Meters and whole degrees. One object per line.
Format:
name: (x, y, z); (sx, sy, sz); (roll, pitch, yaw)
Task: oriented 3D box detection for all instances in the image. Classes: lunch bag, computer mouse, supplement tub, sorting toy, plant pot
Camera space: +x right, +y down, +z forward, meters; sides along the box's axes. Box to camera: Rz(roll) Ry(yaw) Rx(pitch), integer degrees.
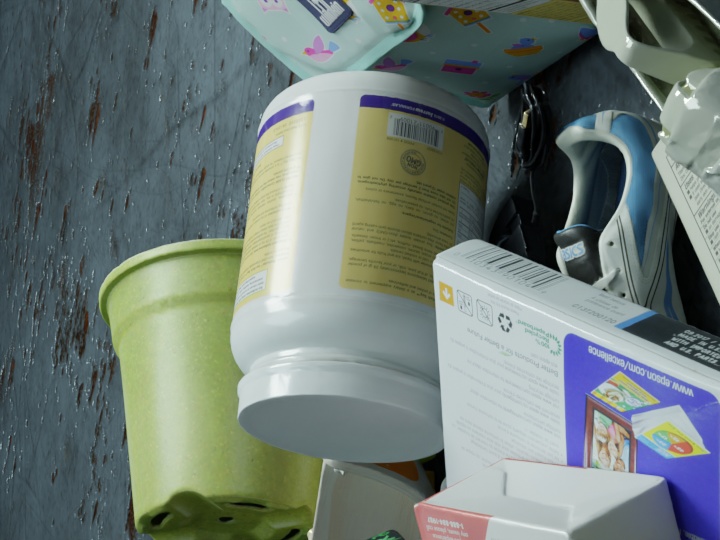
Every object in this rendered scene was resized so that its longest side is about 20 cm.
lunch bag: (0.027, -0.178, 0.947); (0.170, 0.199, 0.123); (153, 123, -64)
computer mouse: (0.088, -0.033, 0.918); (0.200, 0.034, 0.059); (86, 179, -51)
supplement tub: (0.000, 0.000, 0.962); (0.145, 0.145, 0.201); (139, 141, -60)
sorting toy: (0.007, 0.150, 1.112); (0.180, 0.106, 0.201); (-100, 16, -55)
plant pot: (-0.097, 0.104, 1.194); (0.200, 0.200, 0.185); (128, 146, -54)

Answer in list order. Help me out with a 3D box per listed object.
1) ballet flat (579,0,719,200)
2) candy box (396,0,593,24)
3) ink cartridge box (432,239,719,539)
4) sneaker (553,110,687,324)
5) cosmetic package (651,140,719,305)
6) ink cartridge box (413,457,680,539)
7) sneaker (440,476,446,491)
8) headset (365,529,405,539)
ballet flat: (0.139, -0.074, 0.657); (0.200, 0.069, 0.070); (-114, 34, -46)
candy box: (0.094, -0.185, 0.792); (0.056, 0.199, 0.117); (-178, 91, -67)
ink cartridge box: (0.116, 0.105, 0.806); (0.198, 0.043, 0.201); (25, 127, 46)
sneaker: (0.133, 0.016, 0.842); (0.072, 0.072, 0.201); (155, 115, -63)
cosmetic package: (0.203, -0.007, 0.671); (0.104, 0.073, 0.201); (118, 147, -45)
ink cartridge box: (0.107, 0.198, 0.775); (0.116, 0.067, 0.201); (0, 107, 55)
sneaker: (0.077, 0.121, 0.962); (0.088, 0.075, 0.201); (-141, 57, -63)
headset: (0.034, 0.252, 0.934); (0.124, 0.094, 0.201); (112, 135, -72)
